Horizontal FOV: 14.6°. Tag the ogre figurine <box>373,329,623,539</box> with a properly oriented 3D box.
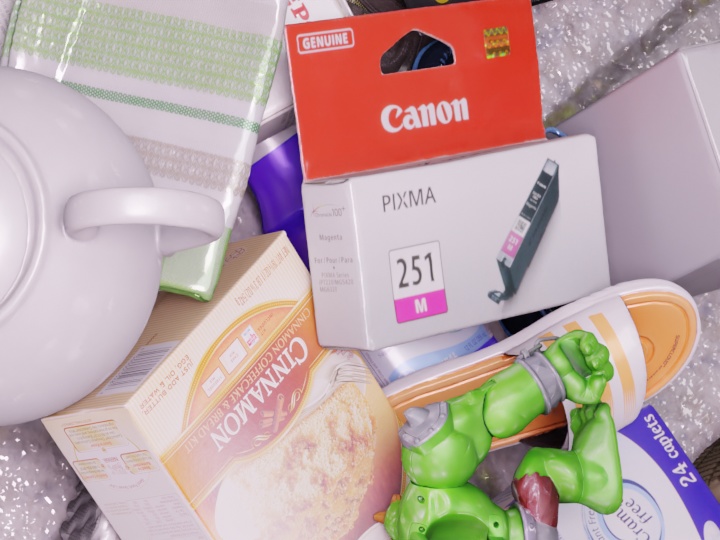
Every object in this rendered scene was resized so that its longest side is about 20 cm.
[{"bbox_3d":[0.074,0.135,1.480,0.119,0.098,0.201,-2,120,-21],"label":"ogre figurine"}]

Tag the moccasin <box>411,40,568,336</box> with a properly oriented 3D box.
[{"bbox_3d":[0.096,-0.047,1.651,0.080,0.068,0.200,-33,108,-22],"label":"moccasin"}]

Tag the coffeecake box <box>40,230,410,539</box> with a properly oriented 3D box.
[{"bbox_3d":[-0.054,0.107,1.500,0.154,0.073,0.200,-49,116,-39],"label":"coffeecake box"}]

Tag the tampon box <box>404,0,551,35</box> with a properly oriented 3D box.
[{"bbox_3d":[0.105,-0.244,1.669,0.200,0.126,0.150,-19,84,-49],"label":"tampon box"}]

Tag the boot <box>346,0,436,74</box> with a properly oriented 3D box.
[{"bbox_3d":[0.015,-0.166,1.683,0.174,0.069,0.201,19,73,-25],"label":"boot"}]

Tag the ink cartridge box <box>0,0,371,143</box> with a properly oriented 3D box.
[{"bbox_3d":[-0.114,-0.123,1.554,0.200,0.083,0.147,-28,85,-9],"label":"ink cartridge box"}]

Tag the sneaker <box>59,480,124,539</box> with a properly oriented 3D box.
[{"bbox_3d":[-0.105,0.115,1.535,0.082,0.075,0.201,26,66,-16],"label":"sneaker"}]

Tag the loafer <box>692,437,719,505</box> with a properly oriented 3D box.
[{"bbox_3d":[0.261,0.110,1.702,0.200,0.076,0.068,-34,105,-44],"label":"loafer"}]

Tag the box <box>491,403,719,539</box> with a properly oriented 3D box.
[{"bbox_3d":[0.128,0.210,1.603,0.200,0.105,0.184,-36,92,-28],"label":"box"}]

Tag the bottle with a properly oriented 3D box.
[{"bbox_3d":[0.000,0.000,1.621,0.083,0.065,0.200,-36,93,-24],"label":"bottle"}]

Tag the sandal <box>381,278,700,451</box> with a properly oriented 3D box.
[{"bbox_3d":[0.099,0.076,1.565,0.206,0.059,0.079,-22,121,-1],"label":"sandal"}]

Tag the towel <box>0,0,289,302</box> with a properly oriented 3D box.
[{"bbox_3d":[-0.122,-0.095,1.473,0.149,0.031,0.201,11,81,14],"label":"towel"}]

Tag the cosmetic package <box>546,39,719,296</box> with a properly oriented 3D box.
[{"bbox_3d":[0.235,-0.064,1.674,0.199,0.199,0.123,-13,81,-27],"label":"cosmetic package"}]

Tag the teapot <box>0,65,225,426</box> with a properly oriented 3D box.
[{"bbox_3d":[-0.195,-0.016,1.390,0.197,0.146,0.200,43,93,13],"label":"teapot"}]

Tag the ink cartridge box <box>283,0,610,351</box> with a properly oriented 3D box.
[{"bbox_3d":[0.051,-0.058,1.539,0.200,0.043,0.174,-12,99,-43],"label":"ink cartridge box"}]
